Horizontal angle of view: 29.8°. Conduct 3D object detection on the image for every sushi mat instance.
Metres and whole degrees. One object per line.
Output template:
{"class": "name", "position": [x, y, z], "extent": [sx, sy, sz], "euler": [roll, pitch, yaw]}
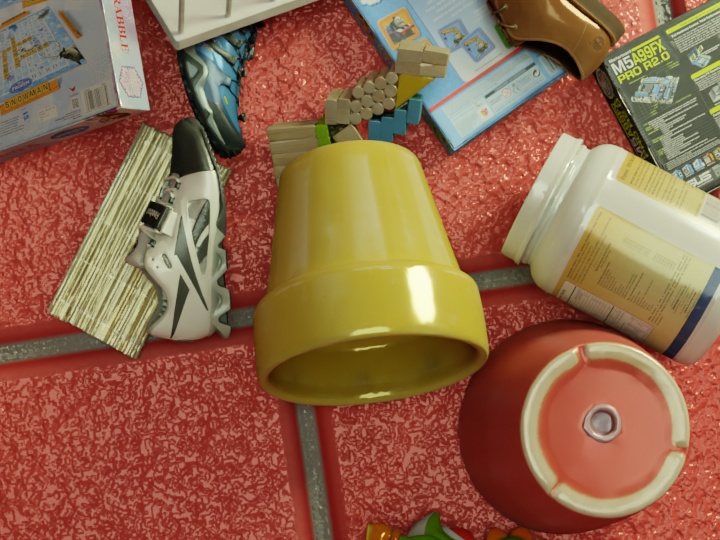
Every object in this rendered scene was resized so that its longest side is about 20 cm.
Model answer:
{"class": "sushi mat", "position": [-0.203, -0.029, 1.250], "extent": [0.095, 0.012, 0.201], "euler": [26, 84, 0]}

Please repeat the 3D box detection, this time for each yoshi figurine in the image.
{"class": "yoshi figurine", "position": [0.095, 0.288, 1.196], "extent": [0.198, 0.112, 0.113], "euler": [6, 100, -5]}

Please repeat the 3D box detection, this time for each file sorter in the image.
{"class": "file sorter", "position": [-0.100, -0.312, 1.185], "extent": [0.199, 0.125, 0.139], "euler": [-23, 67, -21]}

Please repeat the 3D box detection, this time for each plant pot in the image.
{"class": "plant pot", "position": [0.192, 0.135, 1.173], "extent": [0.198, 0.177, 0.202], "euler": [0, 84, -2]}
{"class": "plant pot", "position": [0.000, 0.000, 1.179], "extent": [0.199, 0.201, 0.190], "euler": [-7, 69, -4]}

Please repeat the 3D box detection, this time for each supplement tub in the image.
{"class": "supplement tub", "position": [0.239, -0.023, 1.201], "extent": [0.199, 0.144, 0.145], "euler": [29, 84, 8]}

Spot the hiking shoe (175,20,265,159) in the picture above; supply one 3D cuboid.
{"class": "hiking shoe", "position": [-0.126, -0.204, 1.239], "extent": [0.086, 0.074, 0.202], "euler": [-14, 86, -3]}

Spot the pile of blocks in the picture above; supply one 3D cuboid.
{"class": "pile of blocks", "position": [0.005, -0.141, 1.238], "extent": [0.199, 0.062, 0.082], "euler": [-30, 103, 17]}

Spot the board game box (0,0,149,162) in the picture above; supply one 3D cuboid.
{"class": "board game box", "position": [-0.287, -0.213, 1.197], "extent": [0.199, 0.041, 0.201], "euler": [-13, 85, 32]}

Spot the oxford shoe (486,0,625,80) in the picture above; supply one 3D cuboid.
{"class": "oxford shoe", "position": [0.141, -0.246, 1.225], "extent": [0.199, 0.071, 0.072], "euler": [35, 85, -2]}

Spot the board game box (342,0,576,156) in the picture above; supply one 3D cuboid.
{"class": "board game box", "position": [0.090, -0.233, 1.272], "extent": [0.151, 0.037, 0.201], "euler": [-34, 88, -6]}

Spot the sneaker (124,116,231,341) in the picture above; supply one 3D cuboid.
{"class": "sneaker", "position": [-0.166, -0.035, 1.205], "extent": [0.088, 0.074, 0.202], "euler": [-5, 93, -19]}

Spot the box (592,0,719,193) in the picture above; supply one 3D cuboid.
{"class": "box", "position": [0.342, -0.171, 1.276], "extent": [0.199, 0.044, 0.161], "euler": [-28, 86, -5]}
